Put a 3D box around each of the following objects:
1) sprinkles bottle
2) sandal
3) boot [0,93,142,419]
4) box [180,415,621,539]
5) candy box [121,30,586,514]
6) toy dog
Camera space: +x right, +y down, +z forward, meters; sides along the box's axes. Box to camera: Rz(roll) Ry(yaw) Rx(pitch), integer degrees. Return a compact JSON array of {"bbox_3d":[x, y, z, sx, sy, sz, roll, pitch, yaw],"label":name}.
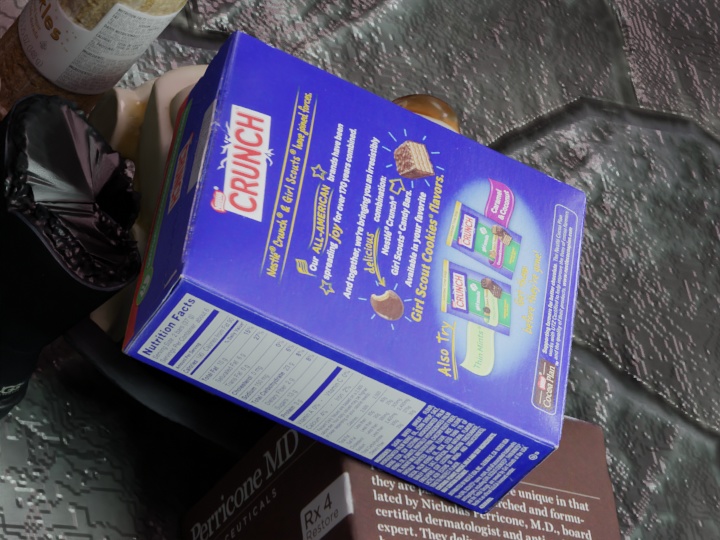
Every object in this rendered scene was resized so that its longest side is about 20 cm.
[{"bbox_3d":[-0.130,-0.146,1.542,0.068,0.200,0.068,20,49,-25],"label":"sprinkles bottle"},{"bbox_3d":[-0.073,0.064,1.513,0.200,0.043,0.076,31,0,-34],"label":"sandal"},{"bbox_3d":[-0.186,-0.043,1.447,0.076,0.168,0.200,-7,64,-38],"label":"boot"},{"bbox_3d":[0.025,0.184,1.441,0.164,0.166,0.200,12,52,-29],"label":"box"},{"bbox_3d":[0.000,0.000,1.392,0.200,0.077,0.169,26,46,-16],"label":"candy box"},{"bbox_3d":[-0.034,-0.048,1.558,0.200,0.194,0.140,6,46,-24],"label":"toy dog"}]
